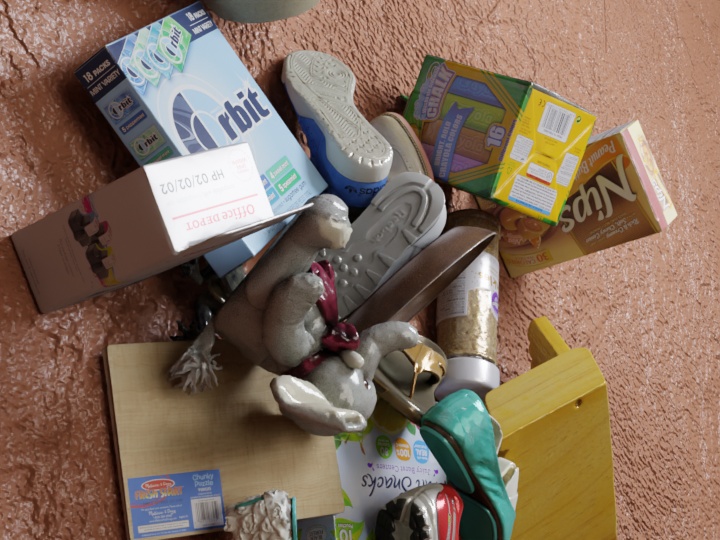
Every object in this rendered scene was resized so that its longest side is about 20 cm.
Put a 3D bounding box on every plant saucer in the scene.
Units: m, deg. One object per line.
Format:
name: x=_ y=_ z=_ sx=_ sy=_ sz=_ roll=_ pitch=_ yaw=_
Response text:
plant saucer: x=0.039 y=0.024 z=1.174 sx=0.032 sy=0.200 sz=0.200 roll=47 pitch=38 yaw=6

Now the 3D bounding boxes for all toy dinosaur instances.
toy dinosaur: x=-0.121 y=0.019 z=1.089 sx=0.088 sy=0.047 sz=0.202 roll=-8 pitch=84 yaw=-59

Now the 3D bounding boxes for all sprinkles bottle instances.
sprinkles bottle: x=0.111 y=0.037 z=1.347 sx=0.068 sy=0.068 sz=0.202 roll=30 pitch=53 yaw=-40

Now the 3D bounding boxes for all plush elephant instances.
plush elephant: x=-0.032 y=0.057 z=1.015 sx=0.155 sy=0.165 sz=0.200 roll=40 pitch=87 yaw=-5

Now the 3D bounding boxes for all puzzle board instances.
puzzle board: x=-0.108 y=0.130 z=1.045 sx=0.198 sy=0.017 sz=0.152 roll=-1 pitch=76 yaw=-36

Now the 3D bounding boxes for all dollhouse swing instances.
dollhouse swing: x=0.166 y=0.175 z=1.328 sx=0.180 sy=0.176 sz=0.202 roll=-24 pitch=124 yaw=-21

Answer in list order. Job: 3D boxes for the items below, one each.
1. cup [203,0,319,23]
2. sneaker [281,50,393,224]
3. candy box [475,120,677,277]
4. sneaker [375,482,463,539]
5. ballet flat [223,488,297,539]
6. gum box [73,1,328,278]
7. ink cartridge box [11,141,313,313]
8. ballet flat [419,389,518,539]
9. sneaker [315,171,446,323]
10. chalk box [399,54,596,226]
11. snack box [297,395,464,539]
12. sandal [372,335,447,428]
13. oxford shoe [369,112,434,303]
cup: x=-0.094 y=-0.308 z=1.170 sx=0.200 sy=0.198 sz=0.145 roll=-49 pitch=142 yaw=-48
sneaker: x=-0.033 y=-0.117 z=1.243 sx=0.076 sy=0.112 sz=0.201 roll=-7 pitch=44 yaw=-26
candy box: x=0.234 y=-0.076 z=1.442 sx=0.055 sy=0.199 sz=0.116 roll=-36 pitch=103 yaw=-51
sneaker: x=0.062 y=0.279 z=1.126 sx=0.084 sy=0.077 sz=0.202 roll=-16 pitch=115 yaw=-46
ballet flat: x=-0.073 y=0.266 z=1.020 sx=0.072 sy=0.071 sz=0.202 roll=-23 pitch=112 yaw=-52
gum box: x=-0.127 y=-0.115 z=1.095 sx=0.201 sy=0.044 sz=0.170 roll=55 pitch=30 yaw=-7
ink cartridge box: x=-0.145 y=-0.037 z=0.953 sx=0.115 sy=0.199 sz=0.068 roll=-23 pitch=92 yaw=-53
ballet flat: x=0.108 y=0.180 z=1.150 sx=0.070 sy=0.067 sz=0.201 roll=-41 pitch=134 yaw=-22
sneaker: x=0.000 y=0.000 z=1.172 sx=0.077 sy=0.199 sz=0.081 roll=51 pitch=-8 yaw=18
chalk box: x=0.121 y=-0.143 z=1.366 sx=0.124 sy=0.199 sz=0.125 roll=15 pitch=96 yaw=-45
snack box: x=0.022 y=0.187 z=1.185 sx=0.199 sy=0.053 sz=0.144 roll=14 pitch=66 yaw=-47
sandal: x=0.051 y=0.087 z=1.202 sx=0.080 sy=0.054 sz=0.200 roll=34 pitch=17 yaw=3
oxford shoe: x=0.029 y=-0.063 z=1.289 sx=0.073 sy=0.070 sz=0.202 roll=4 pitch=72 yaw=-47
